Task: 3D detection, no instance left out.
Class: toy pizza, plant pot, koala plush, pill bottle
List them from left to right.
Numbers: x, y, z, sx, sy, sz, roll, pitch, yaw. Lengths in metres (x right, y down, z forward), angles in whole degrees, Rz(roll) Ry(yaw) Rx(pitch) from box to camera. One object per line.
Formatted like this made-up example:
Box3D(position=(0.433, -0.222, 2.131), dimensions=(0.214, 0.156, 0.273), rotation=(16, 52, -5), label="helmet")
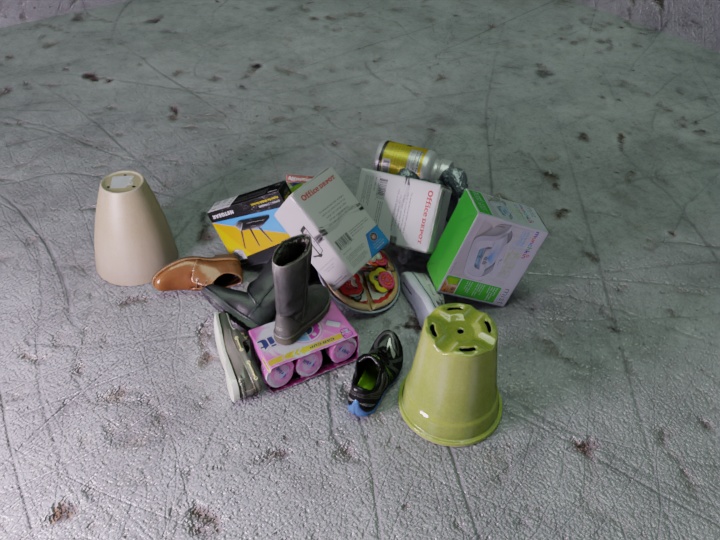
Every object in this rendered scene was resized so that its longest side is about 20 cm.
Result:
Box3D(position=(-0.504, -0.106, 1.579), dimensions=(0.181, 0.204, 0.190), rotation=(1, 38, -1), label="plant pot")
Box3D(position=(0.000, 0.000, 1.546), dimensions=(0.195, 0.032, 0.204), rotation=(14, 50, -17), label="toy pizza")
Box3D(position=(0.138, -0.263, 1.875), dimensions=(0.195, 0.114, 0.112), rotation=(16, 40, 16), label="pill bottle")
Box3D(position=(0.165, -0.105, 1.670), dimensions=(0.172, 0.185, 0.205), rotation=(-2, 59, 4), label="koala plush")
Box3D(position=(0.167, 0.170, 1.280), dimensions=(0.194, 0.188, 0.203), rotation=(1, 38, -1), label="plant pot")

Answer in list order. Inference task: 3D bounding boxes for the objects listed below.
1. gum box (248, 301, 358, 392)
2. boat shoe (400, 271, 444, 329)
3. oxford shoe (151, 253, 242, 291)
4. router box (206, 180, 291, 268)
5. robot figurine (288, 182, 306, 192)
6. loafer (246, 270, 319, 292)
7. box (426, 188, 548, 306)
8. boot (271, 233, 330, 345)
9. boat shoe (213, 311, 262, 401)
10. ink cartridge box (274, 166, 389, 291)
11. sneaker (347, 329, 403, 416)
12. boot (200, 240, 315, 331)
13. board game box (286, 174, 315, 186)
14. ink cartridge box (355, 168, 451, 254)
Box3D(position=(-0.114, 0.145, 1.391), dimensions=(0.195, 0.068, 0.114), rotation=(-18, 41, -23), label="gum box")
Box3D(position=(0.144, 0.061, 1.502), dimensions=(0.065, 0.075, 0.202), rotation=(-10, 40, -14), label="boat shoe")
Box3D(position=(-0.346, 0.015, 1.544), dimensions=(0.194, 0.073, 0.072), rotation=(-12, 45, -18), label="oxford shoe")
Box3D(position=(-0.214, -0.096, 1.561), dimensions=(0.195, 0.152, 0.051), rotation=(-13, 29, 29), label="router box")
Box3D(position=(-0.098, -0.118, 1.647), dimensions=(0.198, 0.116, 0.177), rotation=(34, 45, -8), label="robot figurine")
Box3D(position=(-0.158, 0.005, 1.561), dimensions=(0.197, 0.072, 0.068), rotation=(-23, 44, -28), label="loafer")
Box3D(position=(0.259, -0.045, 1.502), dimensions=(0.172, 0.203, 0.098), rotation=(13, 33, -21), label="box")
Box3D(position=(-0.108, 0.017, 1.334), dimensions=(0.071, 0.204, 0.183), rotation=(14, 38, 19), label="boot")
Box3D(position=(-0.237, 0.157, 1.372), dimensions=(0.059, 0.073, 0.204), rotation=(-11, 47, -17), label="boat shoe")
Box3D(position=(-0.058, -0.086, 1.474), dimensions=(0.201, 0.084, 0.146), rotation=(51, 47, -1), label="ink cartridge box")
Box3D(position=(0.032, 0.180, 1.343), dimensions=(0.069, 0.084, 0.201), rotation=(15, 40, 16), label="sneaker")
Box3D(position=(-0.206, 0.016, 1.482), dimensions=(0.163, 0.066, 0.202), rotation=(33, 71, 7), label="boot")
Box3D(position=(-0.113, -0.206, 1.766), dimensions=(0.100, 0.020, 0.200), rotation=(4, -2, 6), label="board game box")
Box3D(position=(0.087, -0.129, 1.580), dimensions=(0.195, 0.149, 0.083), rotation=(16, 6, 26), label="ink cartridge box")
